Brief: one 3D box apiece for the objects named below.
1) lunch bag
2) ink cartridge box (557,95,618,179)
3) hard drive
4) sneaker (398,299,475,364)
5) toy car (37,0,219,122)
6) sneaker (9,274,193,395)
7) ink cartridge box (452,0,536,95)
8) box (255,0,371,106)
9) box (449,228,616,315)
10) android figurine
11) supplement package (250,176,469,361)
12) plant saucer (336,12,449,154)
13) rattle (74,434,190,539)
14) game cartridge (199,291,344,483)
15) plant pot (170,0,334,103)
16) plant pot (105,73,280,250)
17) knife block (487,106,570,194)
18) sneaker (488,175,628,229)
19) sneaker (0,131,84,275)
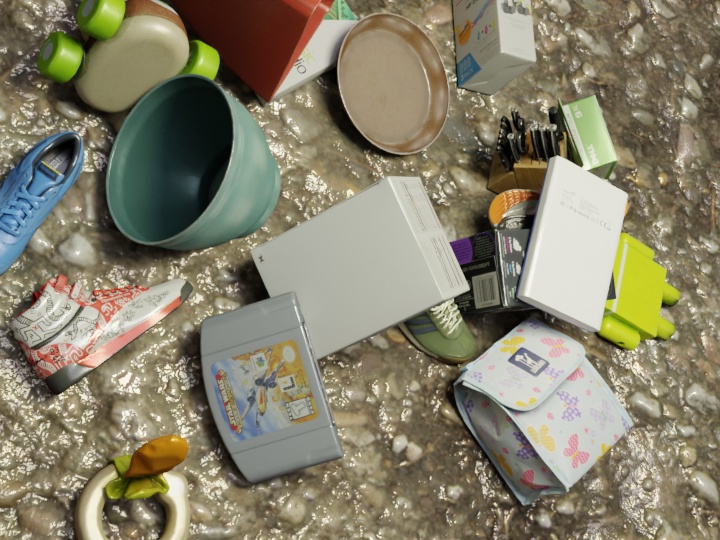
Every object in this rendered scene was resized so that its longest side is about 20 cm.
[{"bbox_3d":[0.237,0.179,1.306,0.170,0.127,0.200,-31,84,-35],"label":"lunch bag"},{"bbox_3d":[0.333,-0.192,1.447,0.059,0.200,0.104,-18,81,8],"label":"ink cartridge box"},{"bbox_3d":[0.284,-0.035,1.305,0.132,0.025,0.200,24,72,-24],"label":"hard drive"},{"bbox_3d":[0.089,0.046,1.286,0.200,0.090,0.067,42,57,-11],"label":"sneaker"},{"bbox_3d":[-0.280,-0.303,1.173,0.164,0.158,0.200,23,44,-43],"label":"toy car"},{"bbox_3d":[-0.288,0.037,1.090,0.201,0.067,0.108,-39,97,-30],"label":"sneaker"},{"bbox_3d":[0.198,-0.383,1.478,0.068,0.115,0.200,8,69,-27],"label":"ink cartridge box"},{"bbox_3d":[-0.096,-0.329,1.342,0.200,0.036,0.144,-37,94,-35],"label":"box"},{"bbox_3d":[0.237,0.001,1.360,0.200,0.122,0.106,-3,84,-29],"label":"box"},{"bbox_3d":[0.403,0.027,1.499,0.200,0.041,0.182,26,63,-20],"label":"android figurine"},{"bbox_3d":[0.000,0.000,1.172,0.156,0.200,0.111,66,22,5],"label":"supplement package"},{"bbox_3d":[0.042,-0.260,1.378,0.200,0.032,0.201,5,81,-37],"label":"plant saucer"},{"bbox_3d":[-0.226,0.285,1.004,0.130,0.143,0.200,40,50,-33],"label":"rattle"},{"bbox_3d":[-0.109,0.138,1.132,0.133,0.042,0.200,-18,88,1],"label":"game cartridge"},{"bbox_3d":[-0.121,-0.369,1.217,0.176,0.200,0.200,30,60,-6],"label":"plant pot"},{"bbox_3d":[-0.179,-0.109,1.145,0.134,0.200,0.201,23,60,-52],"label":"plant pot"},{"bbox_3d":[0.273,-0.156,1.407,0.200,0.176,0.064,24,64,-21],"label":"knife block"},{"bbox_3d":[0.278,-0.089,1.405,0.200,0.092,0.076,-4,84,-1],"label":"sneaker"},{"bbox_3d":[-0.372,-0.077,1.077,0.066,0.078,0.200,37,61,-16],"label":"sneaker"}]
